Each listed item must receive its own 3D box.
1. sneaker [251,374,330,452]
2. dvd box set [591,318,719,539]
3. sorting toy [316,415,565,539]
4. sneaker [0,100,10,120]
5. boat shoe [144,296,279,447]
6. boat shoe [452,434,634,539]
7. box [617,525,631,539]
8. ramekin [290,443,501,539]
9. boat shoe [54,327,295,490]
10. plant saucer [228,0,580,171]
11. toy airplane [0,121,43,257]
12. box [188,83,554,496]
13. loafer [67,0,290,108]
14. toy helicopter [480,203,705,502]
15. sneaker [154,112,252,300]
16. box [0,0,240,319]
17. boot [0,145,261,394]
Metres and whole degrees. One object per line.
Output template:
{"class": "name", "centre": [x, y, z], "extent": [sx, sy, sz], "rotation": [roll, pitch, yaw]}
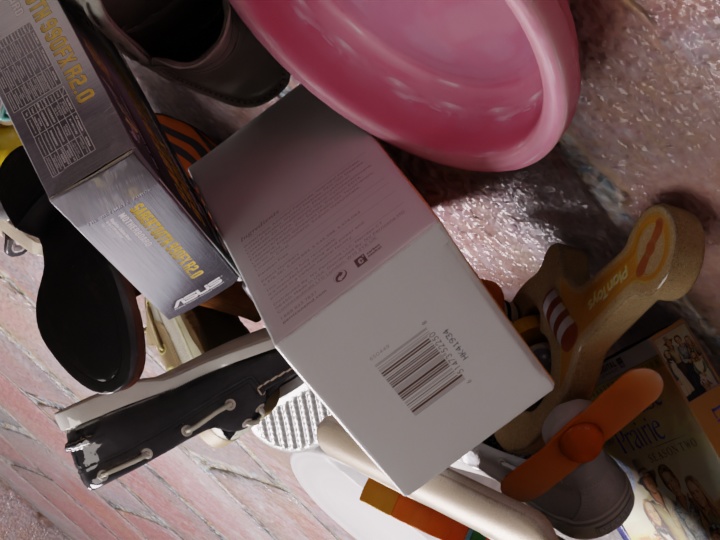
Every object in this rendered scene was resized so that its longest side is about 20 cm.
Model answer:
{"class": "sneaker", "centre": [0.002, 0.061, 1.082], "extent": [0.200, 0.080, 0.078], "rotation": [-24, 123, 38]}
{"class": "dvd box set", "centre": [0.194, 0.136, 0.877], "extent": [0.201, 0.029, 0.146], "rotation": [61, 157, 6]}
{"class": "sorting toy", "centre": [0.088, 0.153, 0.839], "extent": [0.185, 0.037, 0.200], "rotation": [20, 169, 48]}
{"class": "sneaker", "centre": [-0.298, -0.140, 1.008], "extent": [0.091, 0.200, 0.078], "rotation": [39, 118, 30]}
{"class": "boat shoe", "centre": [-0.128, 0.039, 1.114], "extent": [0.074, 0.066, 0.200], "rotation": [8, -136, -41]}
{"class": "boat shoe", "centre": [0.081, 0.093, 0.928], "extent": [0.200, 0.072, 0.069], "rotation": [38, 160, 51]}
{"class": "box", "centre": [0.225, 0.154, 0.943], "extent": [0.121, 0.032, 0.200], "rotation": [57, 153, -16]}
{"class": "ramekin", "centre": [0.052, 0.164, 1.174], "extent": [0.202, 0.094, 0.203], "rotation": [32, 158, 14]}
{"class": "boat shoe", "centre": [-0.099, 0.085, 1.005], "extent": [0.074, 0.199, 0.061], "rotation": [174, 75, -78]}
{"class": "plant saucer", "centre": [0.017, -0.130, 0.689], "extent": [0.200, 0.051, 0.201], "rotation": [31, 157, 15]}
{"class": "toy airplane", "centre": [-0.296, -0.092, 1.126], "extent": [0.200, 0.141, 0.199], "rotation": [29, -166, -18]}
{"class": "box", "centre": [0.000, 0.000, 0.804], "extent": [0.125, 0.097, 0.200], "rotation": [52, -177, -34]}
{"class": "loafer", "centre": [-0.092, -0.125, 0.775], "extent": [0.070, 0.070, 0.200], "rotation": [54, -166, 30]}
{"class": "toy helicopter", "centre": [0.117, 0.037, 0.795], "extent": [0.079, 0.133, 0.200], "rotation": [13, 146, -18]}
{"class": "sneaker", "centre": [-0.066, -0.040, 0.987], "extent": [0.200, 0.078, 0.112], "rotation": [37, 157, -32]}
{"class": "box", "centre": [-0.145, -0.090, 0.789], "extent": [0.200, 0.048, 0.158], "rotation": [59, 180, 27]}
{"class": "boot", "centre": [-0.137, 0.015, 1.018], "extent": [0.200, 0.068, 0.188], "rotation": [22, -153, -54]}
